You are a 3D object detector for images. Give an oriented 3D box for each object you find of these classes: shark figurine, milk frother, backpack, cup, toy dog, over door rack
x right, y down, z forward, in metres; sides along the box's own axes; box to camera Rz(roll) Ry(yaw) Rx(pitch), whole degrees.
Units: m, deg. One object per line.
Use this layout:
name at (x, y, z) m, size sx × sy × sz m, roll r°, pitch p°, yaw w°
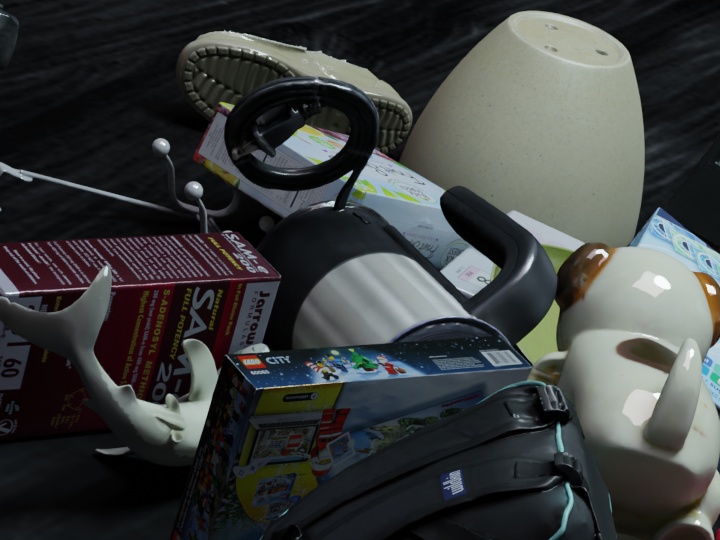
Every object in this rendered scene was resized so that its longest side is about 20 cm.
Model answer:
shark figurine at (-0.135, 0.086, 1.580) m, size 0.089 × 0.129 × 0.214 m, roll -14°, pitch -22°, yaw 33°
milk frother at (0.000, 0.000, 1.674) m, size 0.200 × 0.181 × 0.188 m, roll 33°, pitch 6°, yaw -34°
backpack at (0.043, 0.173, 1.425) m, size 0.199 × 0.154 × 0.176 m, roll -20°, pitch 29°, yaw 7°
cup at (0.145, -0.121, 2.109) m, size 0.200 × 0.144 × 0.200 m, roll 14°, pitch 25°, yaw -7°
toy dog at (0.162, 0.073, 1.653) m, size 0.139 × 0.194 × 0.200 m, roll 8°, pitch 45°, yaw 1°
over door rack at (-0.147, -0.033, 1.836) m, size 0.199 × 0.067 × 0.148 m, roll 3°, pitch 28°, yaw -28°

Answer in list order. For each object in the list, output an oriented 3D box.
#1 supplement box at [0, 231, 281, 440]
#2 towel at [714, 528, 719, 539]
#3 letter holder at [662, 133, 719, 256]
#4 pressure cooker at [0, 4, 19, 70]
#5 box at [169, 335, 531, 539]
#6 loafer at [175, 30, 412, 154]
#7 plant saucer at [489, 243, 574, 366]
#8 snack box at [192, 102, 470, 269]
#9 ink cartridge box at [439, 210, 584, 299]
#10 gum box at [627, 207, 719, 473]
supplement box at (-0.156, 0.039, 1.636) m, size 0.199 × 0.109 × 0.061 m, roll -5°, pitch 33°, yaw -37°
towel at (0.276, 0.234, 1.586) m, size 0.144 × 0.023 × 0.200 m, roll 27°, pitch 25°, yaw -6°
letter holder at (0.338, -0.002, 1.967) m, size 0.200 × 0.101 × 0.142 m, roll 33°, pitch -13°, yaw 25°
pressure cooker at (-0.346, -0.179, 1.867) m, size 0.178 × 0.176 × 0.200 m, roll -27°, pitch 19°, yaw 12°
box at (-0.006, 0.109, 1.556) m, size 0.199 × 0.137 × 0.038 m, roll -2°, pitch 33°, yaw -36°
loafer at (-0.057, -0.143, 2.113) m, size 0.199 × 0.076 × 0.068 m, roll 17°, pitch 22°, yaw -23°
plant saucer at (0.167, 0.061, 1.828) m, size 0.200 × 0.031 × 0.200 m, roll 25°, pitch 31°, yaw -16°
snack box at (-0.010, -0.058, 1.927) m, size 0.142 × 0.053 × 0.200 m, roll 33°, pitch 12°, yaw 27°
ink cartridge box at (0.163, 0.036, 1.916) m, size 0.199 × 0.057 × 0.163 m, roll 21°, pitch 26°, yaw 17°
gum box at (0.242, 0.057, 1.836) m, size 0.170 × 0.045 × 0.200 m, roll 37°, pitch 29°, yaw 0°
